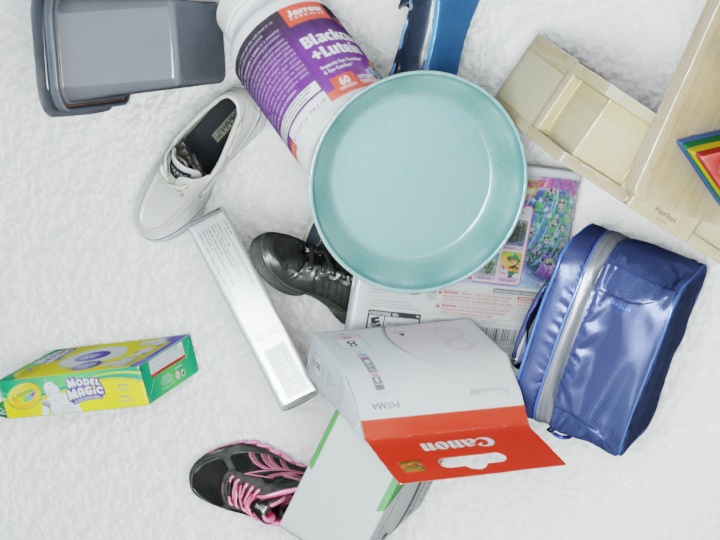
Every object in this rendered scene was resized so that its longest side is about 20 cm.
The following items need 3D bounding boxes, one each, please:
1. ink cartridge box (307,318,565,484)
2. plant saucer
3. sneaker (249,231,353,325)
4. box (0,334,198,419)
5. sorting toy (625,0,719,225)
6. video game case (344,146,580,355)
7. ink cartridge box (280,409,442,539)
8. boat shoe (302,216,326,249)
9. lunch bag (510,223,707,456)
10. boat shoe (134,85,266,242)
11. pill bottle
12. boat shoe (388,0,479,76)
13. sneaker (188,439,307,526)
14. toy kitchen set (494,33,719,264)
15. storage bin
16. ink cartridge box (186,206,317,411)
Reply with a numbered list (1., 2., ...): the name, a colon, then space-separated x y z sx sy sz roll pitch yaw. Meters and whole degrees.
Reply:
1. ink cartridge box: 0.065 0.107 1.369 0.200 0.162 0.057 -141 52 -59
2. plant saucer: 0.049 -0.080 1.414 0.200 0.036 0.200 -4 106 -13
3. sneaker: 0.000 0.002 1.511 0.104 0.200 0.060 -29 42 36
4. box: -0.284 0.111 1.663 0.200 0.117 0.048 -10 101 24
5. sorting toy: 0.353 -0.120 1.321 0.199 0.070 0.200 16 106 -23
6. video game case: 0.095 -0.015 1.476 0.200 0.024 0.182 6 103 -16
7. ink cartridge box: 0.022 0.175 1.501 0.084 0.200 0.146 29 108 13
8. boat shoe: 0.025 -0.060 1.529 0.200 0.075 0.062 -38 47 17
9. lunch bag: 0.213 0.064 1.438 0.132 0.136 0.200 24 108 18
10. boat shoe: -0.171 -0.105 1.611 0.200 0.066 0.072 -44 81 22
11. pill bottle: -0.054 -0.190 1.508 0.111 0.111 0.200 -47 61 22
12. boat shoe: 0.060 -0.244 1.480 0.069 0.084 0.200 21 95 36
13. sneaker: -0.094 0.227 1.615 0.200 0.095 0.079 7 102 23
14. toy kitchen set: 0.265 -0.144 1.422 0.200 0.180 0.163 29 101 -25
15. storage bin: -0.218 -0.228 1.553 0.134 0.200 0.146 -2 97 12
16. ink cartridge box: -0.104 0.043 1.566 0.044 0.174 0.200 -27 87 -3
